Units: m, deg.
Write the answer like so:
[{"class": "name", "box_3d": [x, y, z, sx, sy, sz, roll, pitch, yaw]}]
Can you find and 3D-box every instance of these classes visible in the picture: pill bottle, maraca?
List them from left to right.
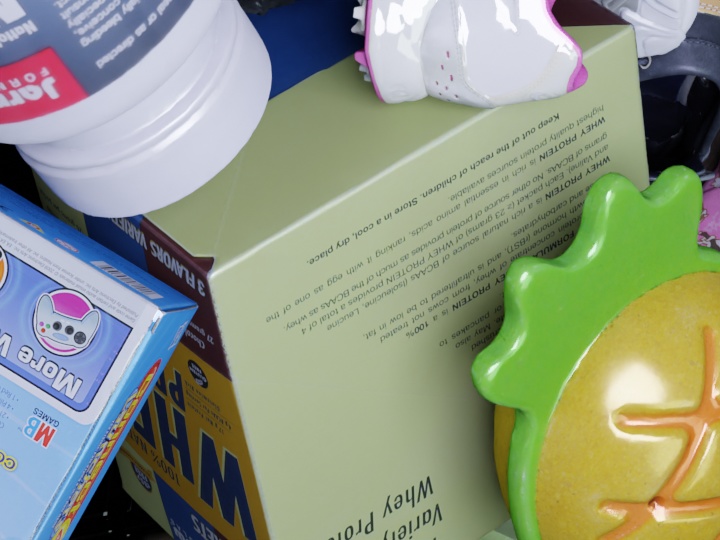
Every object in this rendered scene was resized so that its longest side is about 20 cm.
[{"class": "pill bottle", "box_3d": [-0.111, -0.112, 0.920, 0.120, 0.120, 0.200, -45, 134, -9]}, {"class": "maraca", "box_3d": [0.102, 0.046, 1.063, 0.137, 0.107, 0.200, -46, 138, -17]}]

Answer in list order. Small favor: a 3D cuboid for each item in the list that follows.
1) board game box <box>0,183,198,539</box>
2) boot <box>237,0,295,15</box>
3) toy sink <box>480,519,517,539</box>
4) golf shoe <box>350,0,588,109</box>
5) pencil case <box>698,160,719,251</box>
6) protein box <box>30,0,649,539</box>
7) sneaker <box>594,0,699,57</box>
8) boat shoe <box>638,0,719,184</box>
[{"class": "board game box", "box_3d": [-0.191, 0.047, 0.994, 0.196, 0.200, 0.056, -60, 171, 6]}, {"class": "boot", "box_3d": [-0.035, -0.165, 0.992, 0.200, 0.076, 0.169, -44, 149, -58]}, {"class": "toy sink", "box_3d": [0.056, 0.184, 1.257, 0.130, 0.200, 0.112, 25, 110, -44]}, {"class": "golf shoe", "box_3d": [0.057, -0.153, 1.025, 0.075, 0.091, 0.201, 22, 79, -78]}, {"class": "pencil case", "box_3d": [0.153, 0.037, 1.345, 0.200, 0.083, 0.086, -54, 136, 1]}, {"class": "protein box", "box_3d": [0.000, 0.000, 1.123, 0.198, 0.135, 0.200, -31, 134, -22]}, {"class": "sneaker", "box_3d": [0.087, -0.182, 1.119, 0.099, 0.078, 0.201, -37, 103, -48]}, {"class": "boat shoe", "box_3d": [0.115, -0.060, 1.220, 0.074, 0.062, 0.200, 4, 152, -10]}]
